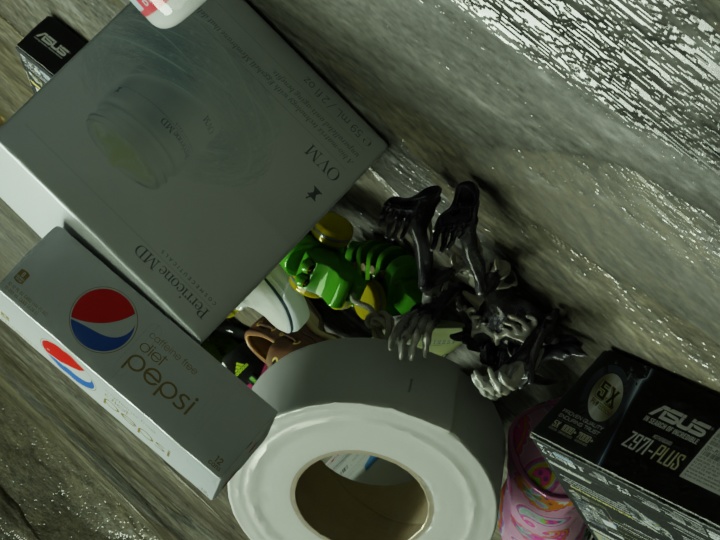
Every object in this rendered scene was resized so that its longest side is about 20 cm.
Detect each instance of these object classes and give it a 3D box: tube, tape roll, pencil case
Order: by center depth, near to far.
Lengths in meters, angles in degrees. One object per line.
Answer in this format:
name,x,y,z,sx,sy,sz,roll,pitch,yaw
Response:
tape roll,0.006,0.145,1.552,0.201,0.071,0.203,5,130,6
pencil case,0.151,0.164,1.638,0.087,0.087,0.200,39,162,15
tube,0.036,0.062,1.686,0.052,0.058,0.200,47,165,1

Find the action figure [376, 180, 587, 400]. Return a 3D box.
action figure,0.077,0.034,1.463,0.118,0.102,0.200,11,143,42

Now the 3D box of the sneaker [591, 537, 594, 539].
sneaker,0.232,0.269,1.740,0.093,0.070,0.200,24,157,24

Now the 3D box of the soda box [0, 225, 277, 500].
soda box,-0.153,0.062,1.438,0.200,0.064,0.068,39,160,5

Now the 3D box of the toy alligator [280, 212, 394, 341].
toy alligator,-0.036,-0.008,1.586,0.200,0.054,0.059,55,131,44

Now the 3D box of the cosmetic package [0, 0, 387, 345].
cosmetic package,-0.126,-0.078,1.492,0.199,0.200,0.123,44,164,-3

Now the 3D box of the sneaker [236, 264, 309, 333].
sneaker,-0.110,0.000,1.672,0.073,0.071,0.200,36,171,43

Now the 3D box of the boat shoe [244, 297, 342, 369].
boat shoe,-0.046,0.088,1.837,0.200,0.067,0.072,-133,25,-60

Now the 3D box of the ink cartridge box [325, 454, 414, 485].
ink cartridge box,0.029,0.173,1.744,0.084,0.145,0.200,44,180,-4

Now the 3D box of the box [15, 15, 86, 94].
box,-0.203,-0.114,1.850,0.200,0.049,0.161,37,160,21

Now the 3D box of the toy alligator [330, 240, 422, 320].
toy alligator,0.000,0.000,1.648,0.200,0.059,0.055,19,110,55

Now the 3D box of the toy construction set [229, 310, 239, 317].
toy construction set,-0.144,-0.022,1.750,0.092,0.131,0.200,51,-169,17

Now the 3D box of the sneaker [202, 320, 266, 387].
sneaker,-0.108,0.114,2.126,0.200,0.074,0.088,41,170,26

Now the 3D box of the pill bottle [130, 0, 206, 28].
pill bottle,-0.148,-0.252,1.282,0.200,0.109,0.109,47,163,-12

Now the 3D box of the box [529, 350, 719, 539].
box,0.234,0.162,1.423,0.200,0.086,0.164,24,154,50
